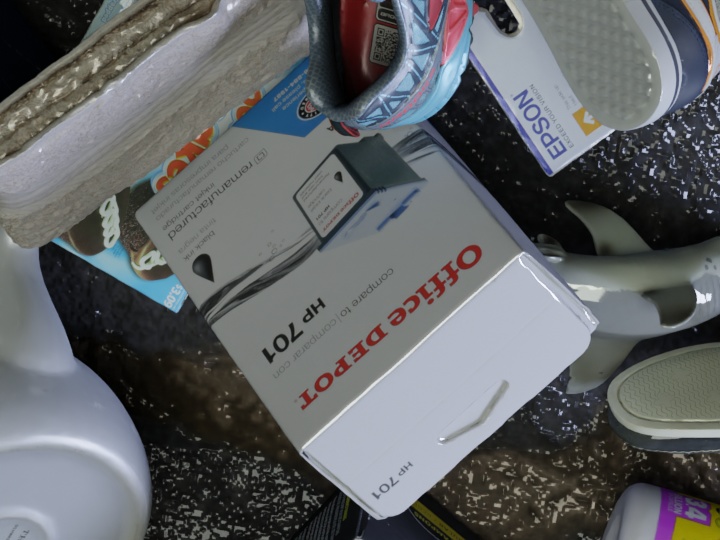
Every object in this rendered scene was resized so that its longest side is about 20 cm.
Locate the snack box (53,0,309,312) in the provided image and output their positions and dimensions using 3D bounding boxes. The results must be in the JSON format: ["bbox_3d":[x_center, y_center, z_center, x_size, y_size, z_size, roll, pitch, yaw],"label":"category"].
[{"bbox_3d":[-0.095,-0.091,1.435,0.116,0.037,0.200,30,108,-5],"label":"snack box"}]

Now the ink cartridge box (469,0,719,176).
[{"bbox_3d":[0.118,-0.183,1.359,0.200,0.043,0.196,-34,102,1],"label":"ink cartridge box"}]

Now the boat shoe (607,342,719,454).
[{"bbox_3d":[0.219,0.077,1.415,0.200,0.072,0.068,-4,128,-19],"label":"boat shoe"}]

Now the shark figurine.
[{"bbox_3d":[0.098,0.017,1.408,0.214,0.128,0.090,11,120,3],"label":"shark figurine"}]

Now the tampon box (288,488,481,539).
[{"bbox_3d":[-0.006,0.231,1.482,0.150,0.126,0.200,41,106,-8],"label":"tampon box"}]

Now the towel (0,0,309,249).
[{"bbox_3d":[-0.098,-0.089,1.319,0.200,0.133,0.034,-38,74,-8],"label":"towel"}]

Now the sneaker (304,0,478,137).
[{"bbox_3d":[0.014,-0.157,1.265,0.079,0.096,0.200,11,109,26],"label":"sneaker"}]

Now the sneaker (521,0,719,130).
[{"bbox_3d":[0.107,-0.165,1.305,0.078,0.079,0.200,-27,88,46],"label":"sneaker"}]

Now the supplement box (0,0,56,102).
[{"bbox_3d":[-0.285,-0.092,1.384,0.200,0.134,0.200,-37,88,16],"label":"supplement box"}]

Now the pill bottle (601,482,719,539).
[{"bbox_3d":[0.223,0.188,1.457,0.200,0.104,0.104,17,109,0],"label":"pill bottle"}]

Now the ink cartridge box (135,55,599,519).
[{"bbox_3d":[0.000,0.000,1.354,0.146,0.200,0.086,-42,135,4],"label":"ink cartridge box"}]

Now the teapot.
[{"bbox_3d":[-0.215,0.104,1.459,0.200,0.146,0.198,-27,138,-5],"label":"teapot"}]
